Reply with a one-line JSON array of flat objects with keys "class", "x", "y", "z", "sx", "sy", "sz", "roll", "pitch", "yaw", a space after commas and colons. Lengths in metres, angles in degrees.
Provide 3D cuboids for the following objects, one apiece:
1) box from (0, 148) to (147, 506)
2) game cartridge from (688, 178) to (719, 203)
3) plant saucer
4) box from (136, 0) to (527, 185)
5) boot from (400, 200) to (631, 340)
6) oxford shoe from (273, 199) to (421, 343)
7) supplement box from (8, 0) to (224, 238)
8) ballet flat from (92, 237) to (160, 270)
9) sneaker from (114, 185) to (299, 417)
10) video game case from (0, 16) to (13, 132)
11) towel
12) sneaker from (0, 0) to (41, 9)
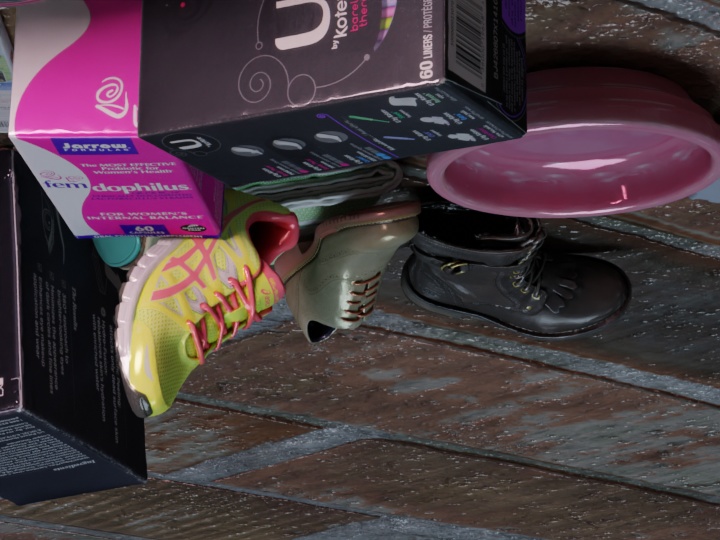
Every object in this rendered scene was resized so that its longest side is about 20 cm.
[{"class": "box", "x": -0.251, "y": 0.047, "z": 1.928, "sx": 0.117, "sy": 0.198, "sz": 0.200, "roll": -13, "pitch": 156, "yaw": 19}, {"class": "game cartridge", "x": 0.328, "y": -0.073, "z": 1.812, "sx": 0.198, "sy": 0.041, "sz": 0.133, "roll": 6, "pitch": 166, "yaw": -17}, {"class": "plant saucer", "x": 0.142, "y": -0.086, "z": 1.742, "sx": 0.199, "sy": 0.051, "sz": 0.201, "roll": -1, "pitch": 164, "yaw": 0}, {"class": "box", "x": -0.016, "y": -0.130, "z": 1.486, "sx": 0.199, "sy": 0.123, "sz": 0.106, "roll": -9, "pitch": 161, "yaw": 28}, {"class": "boot", "x": 0.118, "y": -0.005, "z": 1.995, "sx": 0.198, "sy": 0.070, "sz": 0.174, "roll": 4, "pitch": 164, "yaw": -3}, {"class": "oxford shoe", "x": 0.000, "y": 0.000, "z": 1.910, "sx": 0.070, "sy": 0.074, "sz": 0.200, "roll": -11, "pitch": 170, "yaw": -22}, {"class": "supplement box", "x": -0.147, "y": -0.096, "z": 1.649, "sx": 0.100, "sy": 0.104, "sz": 0.200, "roll": 0, "pitch": 162, "yaw": 7}, {"class": "ballet flat", "x": -0.145, "y": -0.054, "z": 1.870, "sx": 0.069, "sy": 0.070, "sz": 0.200, "roll": 5, "pitch": 162, "yaw": -12}, {"class": "sneaker", "x": -0.098, "y": 0.016, "z": 1.731, "sx": 0.090, "sy": 0.201, "sz": 0.078, "roll": 8, "pitch": 139, "yaw": 17}, {"class": "video game case", "x": -0.290, "y": -0.130, "z": 1.691, "sx": 0.142, "sy": 0.018, "sz": 0.200, "roll": 1, "pitch": 164, "yaw": 1}, {"class": "towel", "x": -0.061, "y": -0.030, "z": 1.931, "sx": 0.148, "sy": 0.031, "sz": 0.200, "roll": -9, "pitch": 167, "yaw": -17}, {"class": "sneaker", "x": -0.252, "y": -0.165, "z": 1.460, "sx": 0.198, "sy": 0.081, "sz": 0.075, "roll": -1, "pitch": 165, "yaw": 6}]
